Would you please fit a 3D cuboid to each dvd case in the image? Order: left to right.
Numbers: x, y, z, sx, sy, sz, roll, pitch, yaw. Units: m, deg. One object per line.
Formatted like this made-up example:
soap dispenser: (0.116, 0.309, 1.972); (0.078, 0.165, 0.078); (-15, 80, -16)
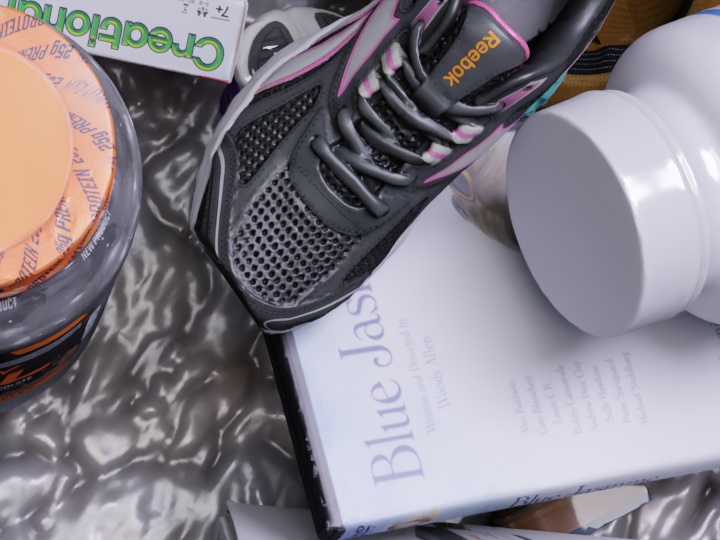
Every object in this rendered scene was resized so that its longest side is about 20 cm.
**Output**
dvd case: (0.060, 0.013, 1.077); (0.199, 0.018, 0.143); (-9, 72, -22)

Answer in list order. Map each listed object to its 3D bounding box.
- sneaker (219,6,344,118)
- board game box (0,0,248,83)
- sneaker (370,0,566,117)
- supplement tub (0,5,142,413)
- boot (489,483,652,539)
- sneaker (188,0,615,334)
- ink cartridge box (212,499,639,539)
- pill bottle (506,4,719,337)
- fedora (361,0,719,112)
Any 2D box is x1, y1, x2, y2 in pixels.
sneaker: (0.000, 0.000, 1.119); (0.080, 0.083, 0.201); (-11, 72, -24)
board game box: (-0.144, -0.112, 1.099); (0.199, 0.126, 0.035); (12, 100, -7)
sneaker: (0.013, -0.138, 1.101); (0.078, 0.091, 0.200); (-41, 125, -10)
supplement tub: (-0.141, -0.020, 1.042); (0.122, 0.200, 0.123); (2, 78, -8)
boot: (0.122, 0.024, 1.142); (0.200, 0.075, 0.097); (-30, 87, -12)
sneaker: (0.021, -0.067, 1.012); (0.080, 0.086, 0.200); (40, 80, -11)
ink cartridge box: (0.041, 0.171, 1.071); (0.199, 0.084, 0.146); (6, 100, -8)
pill bottle: (0.156, -0.045, 1.061); (0.199, 0.112, 0.113); (-21, 82, -26)
fedora: (0.083, -0.155, 1.152); (0.200, 0.201, 0.082); (35, 36, -1)
